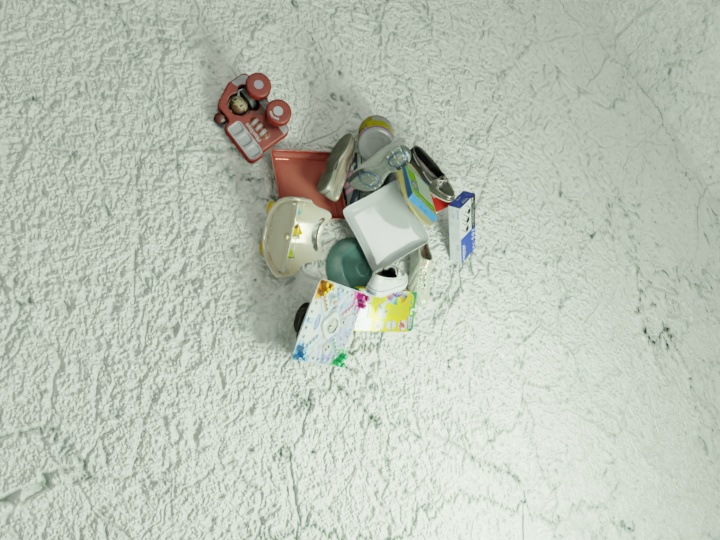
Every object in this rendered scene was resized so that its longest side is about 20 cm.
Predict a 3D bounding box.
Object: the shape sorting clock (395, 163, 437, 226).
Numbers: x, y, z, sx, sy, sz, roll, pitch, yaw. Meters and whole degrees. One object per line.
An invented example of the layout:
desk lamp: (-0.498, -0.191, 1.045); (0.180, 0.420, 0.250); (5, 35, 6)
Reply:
shape sorting clock: (0.152, -0.215, 1.568); (0.200, 0.039, 0.201); (45, 29, -33)

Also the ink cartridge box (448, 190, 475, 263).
ink cartridge box: (0.311, -0.131, 1.724); (0.094, 0.044, 0.201); (-43, 139, -35)

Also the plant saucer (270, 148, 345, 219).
plant saucer: (-0.145, -0.226, 1.532); (0.199, 0.037, 0.201); (-5, 77, -34)

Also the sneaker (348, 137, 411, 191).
sneaker: (0.053, -0.284, 1.523); (0.075, 0.199, 0.087); (48, 29, -30)

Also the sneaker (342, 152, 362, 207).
sneaker: (-0.039, -0.239, 1.601); (0.081, 0.070, 0.202); (4, 75, -2)

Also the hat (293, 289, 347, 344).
hat: (-0.110, 0.126, 1.404); (0.200, 0.080, 0.202); (-26, 124, -45)

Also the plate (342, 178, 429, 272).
plate: (0.069, -0.123, 1.565); (0.199, 0.032, 0.201); (-31, 100, -18)

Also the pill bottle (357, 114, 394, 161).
pill bottle: (0.044, -0.384, 1.625); (0.104, 0.104, 0.201); (36, 23, -18)

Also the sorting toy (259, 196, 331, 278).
sorting toy: (-0.151, -0.092, 1.440); (0.179, 0.106, 0.202); (0, 109, -47)

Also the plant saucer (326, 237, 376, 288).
plant saucer: (0.000, 0.000, 1.553); (0.199, 0.036, 0.202); (11, 68, -30)

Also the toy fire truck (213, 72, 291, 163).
toy fire truck: (-0.285, -0.400, 1.464); (0.168, 0.112, 0.200); (-40, 96, -17)

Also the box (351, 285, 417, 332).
box: (0.063, 0.105, 1.530); (0.198, 0.048, 0.119); (6, 94, -30)

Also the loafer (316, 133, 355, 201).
loafer: (-0.057, -0.281, 1.552); (0.063, 0.072, 0.201); (39, 62, -35)

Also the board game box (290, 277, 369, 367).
board game box: (-0.067, 0.135, 1.372); (0.199, 0.026, 0.202); (22, 87, -55)

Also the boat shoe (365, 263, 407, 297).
boat shoe: (0.081, 0.017, 1.500); (0.073, 0.066, 0.200); (24, 22, 17)

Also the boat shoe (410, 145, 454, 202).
boat shoe: (0.209, -0.286, 1.664); (0.067, 0.057, 0.200); (-32, 73, -32)

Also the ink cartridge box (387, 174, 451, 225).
ink cartridge box: (0.167, -0.229, 1.669); (0.199, 0.050, 0.162); (-29, 75, -13)

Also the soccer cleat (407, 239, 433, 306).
soccer cleat: (0.177, 0.002, 1.641); (0.069, 0.077, 0.202); (8, 70, -31)

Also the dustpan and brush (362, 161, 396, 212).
dustpan and brush: (0.048, -0.240, 1.608); (0.139, 0.057, 0.201); (27, 77, 9)
